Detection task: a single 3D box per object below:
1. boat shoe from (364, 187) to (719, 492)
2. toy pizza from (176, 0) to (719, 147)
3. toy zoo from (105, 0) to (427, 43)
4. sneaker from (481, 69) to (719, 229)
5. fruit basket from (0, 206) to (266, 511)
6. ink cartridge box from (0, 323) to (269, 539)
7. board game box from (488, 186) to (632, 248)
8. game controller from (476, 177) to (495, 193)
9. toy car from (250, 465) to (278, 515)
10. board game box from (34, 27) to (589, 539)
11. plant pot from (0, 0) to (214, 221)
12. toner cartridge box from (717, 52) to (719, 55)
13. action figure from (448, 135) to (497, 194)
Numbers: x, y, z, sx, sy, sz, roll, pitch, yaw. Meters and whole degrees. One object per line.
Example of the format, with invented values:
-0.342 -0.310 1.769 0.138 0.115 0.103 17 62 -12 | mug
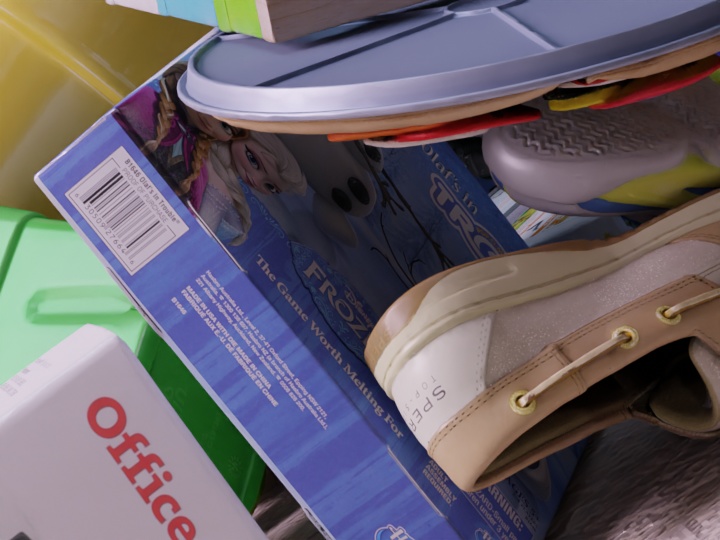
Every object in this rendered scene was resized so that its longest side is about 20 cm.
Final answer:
0.100 0.022 0.746 0.199 0.067 0.074 -17 -26 -19 | boat shoe
0.042 -0.069 0.729 0.199 0.032 0.200 -11 16 3 | toy pizza
-0.011 -0.114 0.824 0.130 0.021 0.200 -17 17 -20 | toy zoo
0.121 -0.025 0.816 0.199 0.076 0.106 -11 -48 -32 | sneaker
-0.141 0.095 0.955 0.215 0.156 0.217 -22 43 22 | fruit basket
-0.121 0.133 0.772 0.200 0.146 0.084 -37 7 -9 | ink cartridge box
0.101 -0.013 0.990 0.147 0.064 0.200 -41 9 -34 | board game box
0.046 -0.069 1.196 0.104 0.042 0.201 -37 -30 -25 | game controller
-0.134 0.035 1.130 0.198 0.159 0.164 0 21 10 | toy car
0.000 0.003 0.813 0.043 0.200 0.199 -36 7 24 | board game box
-0.169 -0.069 1.037 0.189 0.200 0.201 -57 12 -9 | plant pot
0.181 -0.137 1.243 0.199 0.095 0.043 -30 20 34 | toner cartridge box
0.083 -0.064 1.151 0.199 0.055 0.118 -2 -23 -39 | action figure
